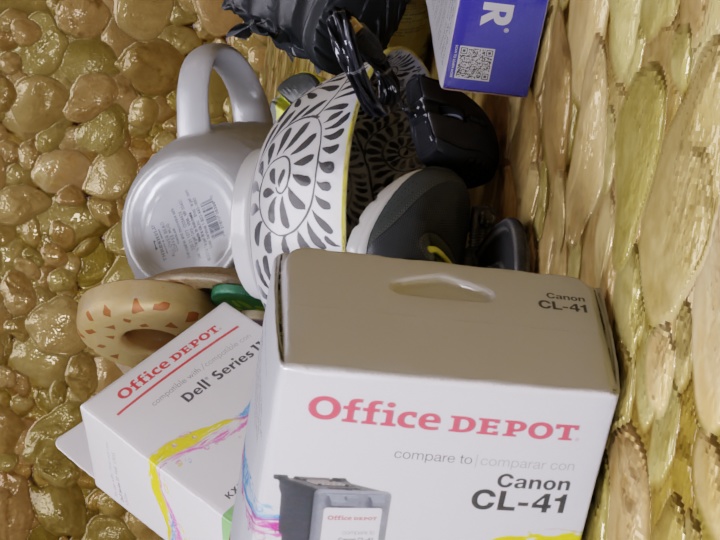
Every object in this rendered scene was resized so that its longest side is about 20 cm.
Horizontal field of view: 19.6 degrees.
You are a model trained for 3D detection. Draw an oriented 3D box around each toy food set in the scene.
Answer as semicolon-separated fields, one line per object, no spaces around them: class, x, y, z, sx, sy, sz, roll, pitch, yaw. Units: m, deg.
toy food set;-0.073;0.063;1.325;0.201;0.196;0.049;73;-153;-52

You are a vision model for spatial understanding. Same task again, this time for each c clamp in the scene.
c clamp;0.064;0.055;1.108;0.171;0.027;0.202;134;143;-71

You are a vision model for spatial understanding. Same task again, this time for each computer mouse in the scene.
computer mouse;0.034;-0.092;1.104;0.200;0.034;0.059;34;-135;-63

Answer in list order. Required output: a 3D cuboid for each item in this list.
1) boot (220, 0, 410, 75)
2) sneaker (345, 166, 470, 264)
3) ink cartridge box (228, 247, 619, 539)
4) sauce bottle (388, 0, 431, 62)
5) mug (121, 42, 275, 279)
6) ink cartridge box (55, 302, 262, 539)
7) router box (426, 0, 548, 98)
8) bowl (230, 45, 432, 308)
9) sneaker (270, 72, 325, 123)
boot;-0.008;-0.220;1.345;0.199;0.073;0.162;-61;29;6
sneaker;0.033;0.037;1.076;0.084;0.074;0.202;-5;59;41
ink cartridge box;0.020;0.101;0.909;0.086;0.146;0.201;-94;11;-54
sauce bottle;0.028;-0.204;1.438;0.201;0.065;0.066;106;167;-49
mug;-0.084;-0.053;1.399;0.175;0.146;0.202;4;-103;-69
ink cartridge box;-0.075;0.095;1.171;0.199;0.117;0.068;31;143;33
router box;0.076;-0.224;1.116;0.180;0.048;0.201;-95;13;-57
bowl;-0.017;-0.028;1.206;0.200;0.093;0.203;1;-90;-70
sneaker;-0.002;-0.048;1.520;0.074;0.084;0.202;-14;85;40
